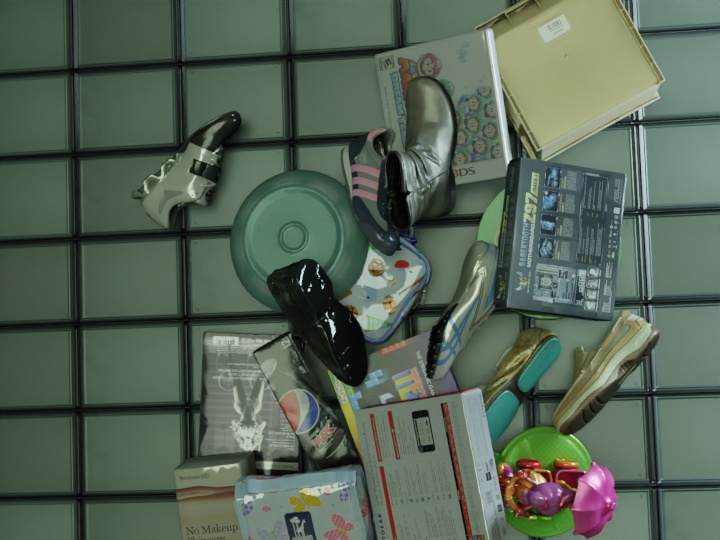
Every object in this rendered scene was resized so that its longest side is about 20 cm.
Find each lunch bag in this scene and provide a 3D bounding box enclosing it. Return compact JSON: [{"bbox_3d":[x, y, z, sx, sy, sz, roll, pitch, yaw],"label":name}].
[{"bbox_3d":[0.000,0.000,1.649,0.199,0.076,0.161,33,88,9],"label":"lunch bag"},{"bbox_3d":[-0.069,0.336,1.561,0.168,0.201,0.128,-8,50,5],"label":"lunch bag"}]

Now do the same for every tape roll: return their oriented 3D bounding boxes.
[{"bbox_3d":[0.260,-0.033,1.632,0.198,0.048,0.203,0,86,7],"label":"tape roll"}]

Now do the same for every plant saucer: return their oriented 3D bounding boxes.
[{"bbox_3d":[-0.089,-0.043,1.613,0.198,0.036,0.202,-1,83,10],"label":"plant saucer"}]

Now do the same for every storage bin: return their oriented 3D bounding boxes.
[{"bbox_3d":[0.284,-0.285,1.624,0.199,0.094,0.200,-28,83,5],"label":"storage bin"}]

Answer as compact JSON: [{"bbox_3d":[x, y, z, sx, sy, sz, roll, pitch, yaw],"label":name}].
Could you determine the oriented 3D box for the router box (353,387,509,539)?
[{"bbox_3d":[0.091,0.266,1.535,0.178,0.049,0.202,-13,86,37],"label":"router box"}]

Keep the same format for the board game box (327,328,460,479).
[{"bbox_3d":[0.065,0.203,1.636,0.164,0.057,0.202,-22,84,6],"label":"board game box"}]

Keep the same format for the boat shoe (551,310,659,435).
[{"bbox_3d":[0.319,0.136,1.600,0.076,0.072,0.200,39,70,24],"label":"boat shoe"}]

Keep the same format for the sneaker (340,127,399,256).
[{"bbox_3d":[0.029,-0.115,1.603,0.082,0.070,0.201,-35,51,24],"label":"sneaker"}]

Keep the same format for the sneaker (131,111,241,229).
[{"bbox_3d":[-0.230,-0.141,1.689,0.200,0.074,0.089,-43,82,12],"label":"sneaker"}]

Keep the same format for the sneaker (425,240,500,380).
[{"bbox_3d":[0.146,0.060,1.581,0.072,0.072,0.202,26,90,-8],"label":"sneaker"}]

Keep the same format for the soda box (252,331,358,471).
[{"bbox_3d":[-0.078,0.186,1.633,0.063,0.071,0.201,-29,89,-7],"label":"soda box"}]

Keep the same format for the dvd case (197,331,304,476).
[{"bbox_3d":[-0.157,0.192,1.683,0.147,0.016,0.202,2,86,6],"label":"dvd case"}]

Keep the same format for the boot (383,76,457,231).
[{"bbox_3d":[0.076,-0.159,1.567,0.067,0.130,0.202,-3,97,31],"label":"boot"}]

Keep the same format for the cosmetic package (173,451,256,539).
[{"bbox_3d":[-0.192,0.362,1.630,0.102,0.087,0.202,-8,91,8],"label":"cosmetic package"}]

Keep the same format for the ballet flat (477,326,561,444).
[{"bbox_3d":[0.198,0.159,1.609,0.070,0.071,0.200,38,79,8],"label":"ballet flat"}]

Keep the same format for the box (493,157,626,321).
[{"bbox_3d":[0.265,-0.040,1.558,0.156,0.051,0.202,7,86,-16],"label":"box"}]

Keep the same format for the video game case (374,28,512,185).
[{"bbox_3d":[0.114,-0.217,1.624,0.181,0.024,0.202,-7,94,32],"label":"video game case"}]

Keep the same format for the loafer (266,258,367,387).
[{"bbox_3d":[-0.055,0.072,1.580,0.072,0.073,0.201,-8,118,39],"label":"loafer"}]

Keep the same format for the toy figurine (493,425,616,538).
[{"bbox_3d":[0.246,0.284,1.516,0.198,0.184,0.152,4,87,-12],"label":"toy figurine"}]
